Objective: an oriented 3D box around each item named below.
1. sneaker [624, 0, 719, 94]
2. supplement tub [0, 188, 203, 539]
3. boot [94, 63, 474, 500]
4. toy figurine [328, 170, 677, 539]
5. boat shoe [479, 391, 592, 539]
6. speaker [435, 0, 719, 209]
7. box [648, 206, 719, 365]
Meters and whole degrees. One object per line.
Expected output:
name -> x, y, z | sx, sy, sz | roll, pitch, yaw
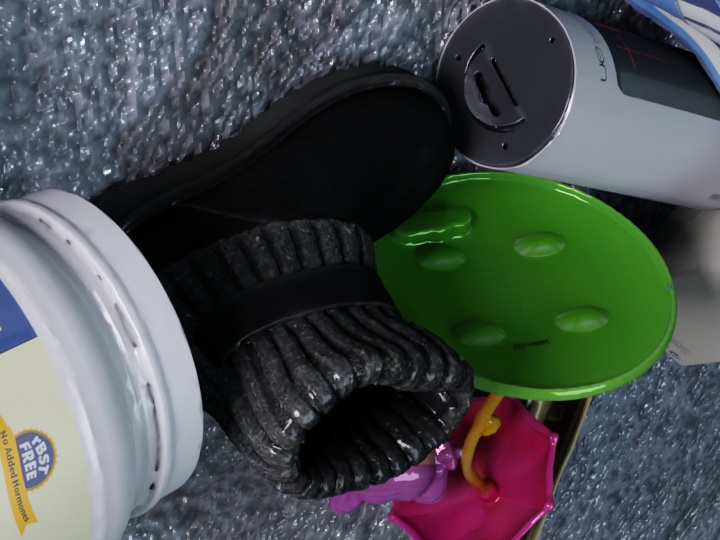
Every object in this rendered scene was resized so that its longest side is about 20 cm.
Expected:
sneaker -> 0.185, -0.141, 0.927 | 0.200, 0.082, 0.074 | 39, 57, -25
supplement tub -> -0.168, 0.063, 0.662 | 0.199, 0.145, 0.146 | -27, 135, -35
boot -> 0.000, 0.002, 0.801 | 0.210, 0.157, 0.080 | -31, 137, -31
toy figurine -> 0.038, 0.072, 0.947 | 0.198, 0.151, 0.185 | -8, 135, -21
boat shoe -> 0.107, 0.067, 1.058 | 0.073, 0.063, 0.201 | 10, 108, -51
speaker -> 0.123, -0.078, 0.955 | 0.199, 0.081, 0.082 | 7, 111, -51
box -> 0.211, -0.003, 1.026 | 0.082, 0.068, 0.200 | -47, -173, -12
